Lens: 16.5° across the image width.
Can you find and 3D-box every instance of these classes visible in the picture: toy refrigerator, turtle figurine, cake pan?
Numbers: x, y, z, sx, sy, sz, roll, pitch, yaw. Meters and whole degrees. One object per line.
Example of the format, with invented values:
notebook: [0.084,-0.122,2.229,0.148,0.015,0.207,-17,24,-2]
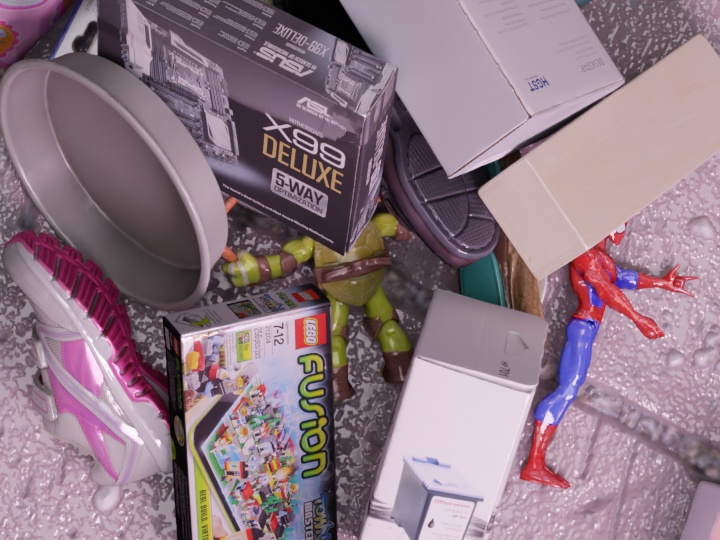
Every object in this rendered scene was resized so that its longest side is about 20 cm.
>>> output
toy refrigerator: [0.176,-0.078,1.695,0.200,0.070,0.076,-36,90,-36]
turtle figurine: [0.000,0.000,1.718,0.199,0.064,0.162,-18,102,-29]
cake pan: [-0.163,-0.064,1.668,0.037,0.200,0.200,-41,90,-29]

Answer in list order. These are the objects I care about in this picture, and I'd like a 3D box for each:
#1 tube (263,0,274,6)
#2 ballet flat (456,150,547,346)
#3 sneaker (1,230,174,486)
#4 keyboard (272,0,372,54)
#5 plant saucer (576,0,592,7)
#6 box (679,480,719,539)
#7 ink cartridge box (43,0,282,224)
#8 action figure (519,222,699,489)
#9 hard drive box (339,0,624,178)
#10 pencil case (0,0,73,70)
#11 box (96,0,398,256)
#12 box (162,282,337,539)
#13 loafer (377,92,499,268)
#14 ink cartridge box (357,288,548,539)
tube: [-0.094,-0.190,1.643,0.200,0.052,0.058,48,60,-30]
ballet flat: [0.098,-0.029,1.734,0.068,0.072,0.202,-9,93,42]
sneaker: [-0.193,0.068,1.701,0.088,0.081,0.201,-31,96,14]
keyboard: [0.016,-0.178,1.695,0.199,0.040,0.105,5,65,-37]
plant saucer: [0.115,-0.279,1.764,0.198,0.027,0.202,0,88,-2]
box: [0.307,0.253,1.714,0.199,0.106,0.153,22,87,-2]
ink cartridge box: [-0.121,-0.118,1.742,0.199,0.037,0.095,27,87,-4]
action figure: [0.178,0.056,1.736,0.098,0.065,0.202,11,88,6]
hard drive box: [0.066,-0.176,1.627,0.077,0.156,0.201,-35,83,31]
pencil case: [-0.200,-0.225,1.669,0.200,0.087,0.088,-40,90,19]
box: [-0.077,-0.112,1.629,0.199,0.158,0.050,28,59,11]
box: [-0.072,0.114,1.676,0.109,0.035,0.201,-13,118,-21]
loafer: [0.029,-0.084,1.696,0.072,0.063,0.201,-15,69,-36]
ink cartridge box: [0.055,0.133,1.654,0.085,0.147,0.201,16,108,3]
